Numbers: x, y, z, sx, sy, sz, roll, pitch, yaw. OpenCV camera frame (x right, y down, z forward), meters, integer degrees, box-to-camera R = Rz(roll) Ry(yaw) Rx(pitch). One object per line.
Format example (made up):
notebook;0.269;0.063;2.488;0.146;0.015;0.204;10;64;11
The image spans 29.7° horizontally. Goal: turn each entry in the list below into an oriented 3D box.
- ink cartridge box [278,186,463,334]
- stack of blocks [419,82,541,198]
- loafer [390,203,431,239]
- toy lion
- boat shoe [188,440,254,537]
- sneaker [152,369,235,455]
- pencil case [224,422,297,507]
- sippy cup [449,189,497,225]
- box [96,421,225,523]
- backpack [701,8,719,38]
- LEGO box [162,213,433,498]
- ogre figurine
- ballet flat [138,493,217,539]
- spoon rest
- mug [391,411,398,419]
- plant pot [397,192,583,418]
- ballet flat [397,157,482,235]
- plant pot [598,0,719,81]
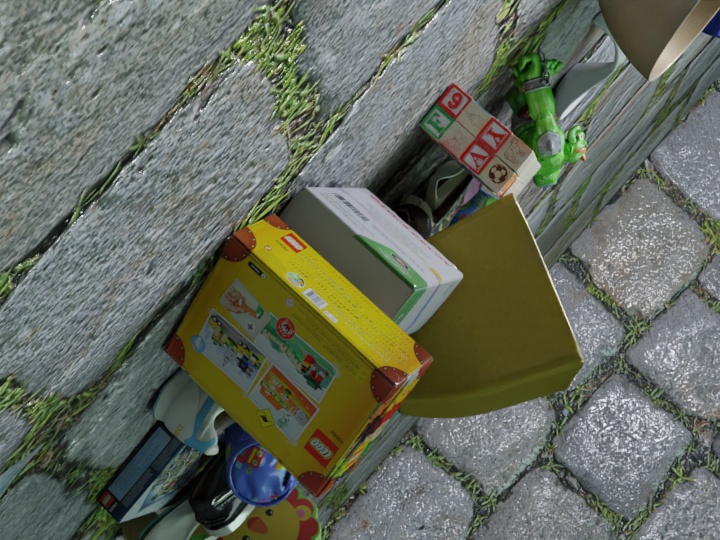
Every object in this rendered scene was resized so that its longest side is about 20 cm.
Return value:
ink cartridge box;0.004;-0.006;1.327;0.084;0.145;0.200;-51;169;13
stack of blocks;0.140;-0.133;1.517;0.059;0.115;0.200;-49;169;5
loafer;0.000;0.000;1.556;0.201;0.073;0.071;-55;159;-1
toy lion;-0.153;0.316;1.610;0.199;0.191;0.069;-38;151;-31
boat shoe;-0.124;0.203;1.533;0.201;0.073;0.061;-51;133;-26
sneaker;-0.116;0.098;1.371;0.200;0.081;0.077;-47;167;-18
pencil case;-0.103;0.165;1.434;0.201;0.086;0.079;-103;-153;-65
sippy cup;0.119;-0.036;1.738;0.131;0.176;0.141;-54;135;-34
box;-0.199;0.204;1.500;0.137;0.038;0.200;-51;169;6
backpack;0.474;-0.422;1.737;0.200;0.162;0.169;-40;163;-33
LEGO box;-0.058;0.075;1.213;0.150;0.200;0.077;-55;166;31
ogre figurine;0.218;-0.174;1.659;0.097;0.122;0.200;-6;162;-16
ballet flat;-0.168;0.268;1.566;0.200;0.069;0.070;-42;167;-34
spoon rest;0.323;-0.277;1.886;0.099;0.060;0.201;-43;166;-27
mug;-0.001;0.099;1.633;0.185;0.152;0.115;-36;159;-46
plant pot;0.108;0.062;1.490;0.198;0.198;0.194;-20;166;-2
ballet flat;0.084;-0.080;1.629;0.200;0.069;0.072;-49;152;-25
plant pot;0.352;-0.343;1.593;0.201;0.134;0.201;-47;169;-12
